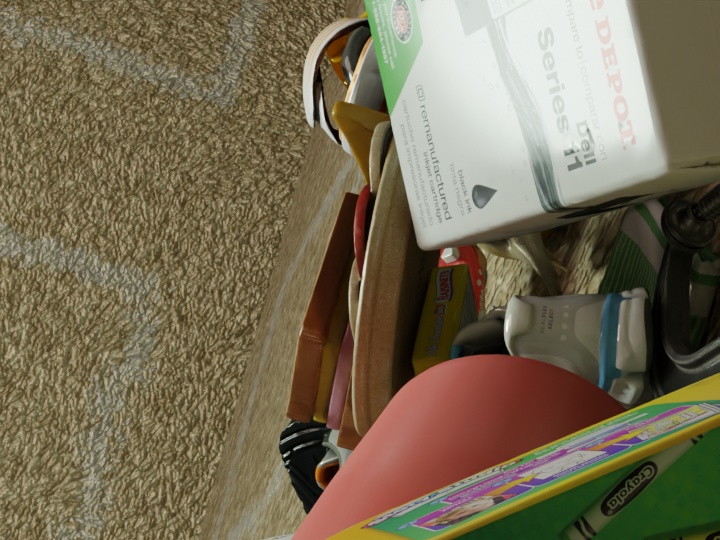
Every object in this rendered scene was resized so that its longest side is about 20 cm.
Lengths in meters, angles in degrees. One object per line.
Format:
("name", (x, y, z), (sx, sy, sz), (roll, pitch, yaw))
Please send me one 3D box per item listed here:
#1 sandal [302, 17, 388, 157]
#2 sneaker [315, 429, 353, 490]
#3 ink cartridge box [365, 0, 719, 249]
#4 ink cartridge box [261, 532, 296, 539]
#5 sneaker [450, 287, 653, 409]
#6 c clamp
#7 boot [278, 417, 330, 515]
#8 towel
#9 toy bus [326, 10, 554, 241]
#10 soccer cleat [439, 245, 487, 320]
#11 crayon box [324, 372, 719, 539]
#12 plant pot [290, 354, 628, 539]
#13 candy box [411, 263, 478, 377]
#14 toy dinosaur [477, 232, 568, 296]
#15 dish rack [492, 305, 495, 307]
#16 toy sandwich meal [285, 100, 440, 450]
("sandal", (-0.007, -0.115, 1.011), (0.207, 0.059, 0.080), (-28, -38, -85))
("sneaker", (0.011, 0.097, 1.011), (0.200, 0.079, 0.074), (-86, -18, -63))
("ink cartridge box", (0.095, -0.099, 0.753), (0.200, 0.083, 0.147), (-18, 84, 59))
("ink cartridge box", (-0.042, 0.286, 1.022), (0.147, 0.083, 0.201), (-85, -26, -58))
("sneaker", (0.086, 0.054, 0.866), (0.200, 0.086, 0.075), (108, 169, -64))
("c clamp", (0.186, -0.027, 0.736), (0.200, 0.027, 0.172), (130, 148, -50))
("boot", (0.017, 0.161, 1.242), (0.162, 0.073, 0.199), (-37, -72, -62))
("towel", (0.137, 0.066, 0.897), (0.153, 0.023, 0.201), (-102, 32, -73))
("toy bus", (0.104, -0.143, 1.178), (0.192, 0.200, 0.136), (-44, -27, -5))
("soccer cleat", (0.061, 0.005, 1.146), (0.069, 0.085, 0.200), (-46, 30, 13))
("crayon box", (0.094, 0.086, 0.570), (0.119, 0.199, 0.059), (151, 98, -78))
("plant pot", (0.055, 0.148, 0.747), (0.178, 0.200, 0.201), (-66, 2, -49))
("candy box", (0.061, 0.108, 0.941), (0.102, 0.026, 0.201), (-77, -22, -60))
("toy dinosaur", (0.094, -0.026, 1.029), (0.058, 0.101, 0.200), (-50, 17, 8))
("dish rack", (0.070, 0.109, 1.141), (0.200, 0.054, 0.154), (-97, 28, -72))
("toy sandwich meal", (0.000, 0.000, 0.913), (0.205, 0.070, 0.206), (9, -90, -81))
